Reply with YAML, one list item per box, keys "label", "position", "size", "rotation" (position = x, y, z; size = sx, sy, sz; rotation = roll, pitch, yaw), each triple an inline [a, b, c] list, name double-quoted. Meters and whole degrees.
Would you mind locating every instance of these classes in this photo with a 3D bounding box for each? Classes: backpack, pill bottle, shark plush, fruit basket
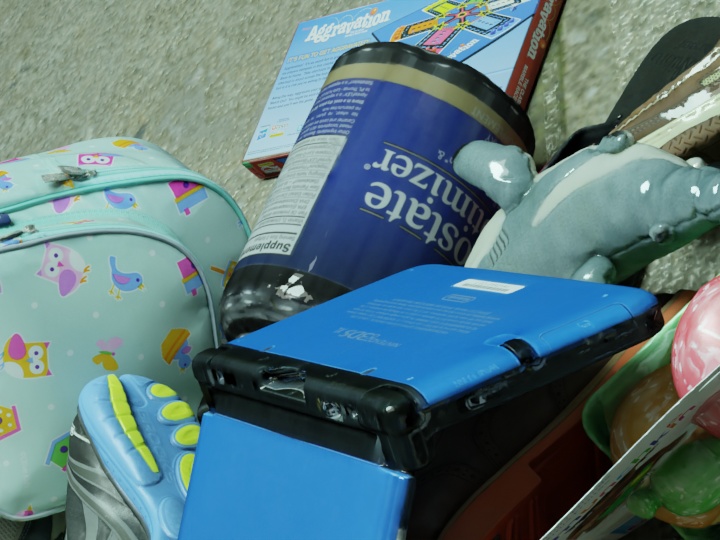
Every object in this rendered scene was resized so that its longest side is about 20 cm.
- label: "backpack"
  position: [-0.143, 0.026, 1.168]
  size: [0.199, 0.176, 0.153]
  rotation: [-19, 20, -29]
- label: "pill bottle"
  position: [0.000, 0.000, 1.104]
  size: [0.112, 0.112, 0.200]
  rotation: [-2, 56, 48]
- label: "shark plush"
  position: [0.110, -0.004, 0.951]
  size: [0.200, 0.091, 0.083]
  rotation: [-7, 50, 46]
- label: "fruit basket"
  position: [0.149, 0.044, 0.833]
  size: [0.185, 0.094, 0.200]
  rotation: [-45, -10, 7]

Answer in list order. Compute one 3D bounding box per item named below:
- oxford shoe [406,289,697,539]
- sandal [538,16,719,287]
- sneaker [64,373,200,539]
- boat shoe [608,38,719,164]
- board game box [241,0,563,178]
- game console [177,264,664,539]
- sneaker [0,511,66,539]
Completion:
- label: "oxford shoe"
  position: [0.071, 0.063, 0.943]
  size: [0.072, 0.071, 0.200]
  rotation: [23, 46, 32]
- label: "sandal"
  position: [0.112, -0.044, 1.077]
  size: [0.075, 0.045, 0.200]
  rotation: [12, 67, 51]
- label: "sneaker"
  position: [-0.090, 0.138, 1.037]
  size: [0.083, 0.071, 0.200]
  rotation: [-64, 36, 37]
- label: "boat shoe"
  position: [0.192, -0.099, 1.004]
  size: [0.202, 0.075, 0.075]
  rotation: [-27, 65, 16]
- label: "board game box"
  position: [0.022, -0.109, 1.267]
  size: [0.200, 0.019, 0.103]
  rotation: [-8, 53, 45]
- label: "game console"
  position: [0.012, 0.082, 0.874]
  size: [0.170, 0.119, 0.200]
  rotation: [-22, 12, -21]
- label: "sneaker"
  position: [-0.225, 0.124, 1.259]
  size: [0.078, 0.086, 0.200]
  rotation: [-57, 30, -4]
